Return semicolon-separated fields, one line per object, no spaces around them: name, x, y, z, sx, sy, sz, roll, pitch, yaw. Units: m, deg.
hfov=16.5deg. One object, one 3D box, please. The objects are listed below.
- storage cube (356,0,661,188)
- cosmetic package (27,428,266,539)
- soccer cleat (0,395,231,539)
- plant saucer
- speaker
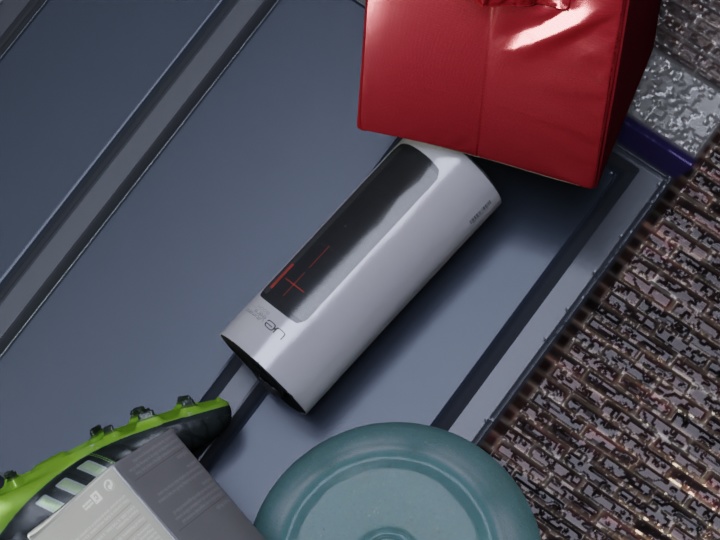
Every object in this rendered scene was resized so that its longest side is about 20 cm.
storage cube;0.104;-0.188;1.623;0.170;0.180;0.200;14;43;11
cosmetic package;-0.099;0.206;1.554;0.090;0.107;0.200;-40;85;18
soccer cleat;-0.170;0.147;1.651;0.200;0.068;0.081;-26;95;-6
plant saucer;0.020;0.192;1.622;0.199;0.036;0.201;-2;73;6
speaker;0.000;0.000;1.662;0.081;0.081;0.200;41;82;17
